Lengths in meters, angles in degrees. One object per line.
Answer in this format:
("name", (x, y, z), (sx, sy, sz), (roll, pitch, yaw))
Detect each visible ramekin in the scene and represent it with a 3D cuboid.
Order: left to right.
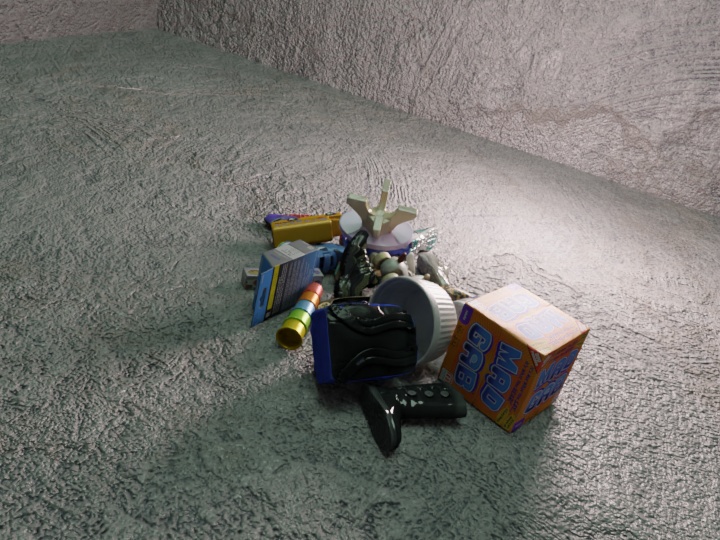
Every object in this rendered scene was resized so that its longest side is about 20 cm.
("ramekin", (0.116, 0.112, 1.406), (0.105, 0.201, 0.200), (1, 29, -45))

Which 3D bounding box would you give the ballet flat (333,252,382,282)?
("ballet flat", (0.015, -0.009, 1.693), (0.199, 0.073, 0.068), (-7, 18, -35))

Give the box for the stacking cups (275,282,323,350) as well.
("stacking cups", (-0.130, 0.097, 1.435), (0.060, 0.061, 0.200), (17, 31, 3))

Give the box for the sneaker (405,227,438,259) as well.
("sneaker", (0.160, -0.099, 1.937), (0.091, 0.078, 0.200), (28, 29, 30))

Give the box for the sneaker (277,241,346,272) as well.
("sneaker", (-0.117, -0.025, 1.664), (0.199, 0.074, 0.082), (0, 28, -9))

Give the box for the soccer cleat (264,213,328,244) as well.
("soccer cleat", (-0.174, -0.137, 1.832), (0.199, 0.073, 0.068), (18, 28, 4))

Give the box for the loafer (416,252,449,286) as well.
("loafer", (0.213, 0.007, 1.772), (0.069, 0.070, 0.200), (-1, 31, -13))

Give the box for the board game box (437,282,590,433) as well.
("board game box", (0.323, 0.177, 1.375), (0.199, 0.201, 0.200), (-16, 41, -44))

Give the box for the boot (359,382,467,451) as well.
("boot", (0.115, 0.278, 1.245), (0.199, 0.066, 0.165), (8, 30, -24))

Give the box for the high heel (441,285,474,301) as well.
("high heel", (0.189, 0.095, 1.586), (0.199, 0.072, 0.143), (-1, 21, 5))

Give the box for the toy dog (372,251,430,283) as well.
("toy dog", (0.119, -0.003, 1.650), (0.132, 0.096, 0.200), (55, 27, 13))

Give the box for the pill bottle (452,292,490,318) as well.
("pill bottle", (0.303, 0.115, 1.575), (0.199, 0.111, 0.111), (-9, 36, -38))

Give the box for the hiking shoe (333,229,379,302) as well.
("hiking shoe", (0.000, 0.000, 1.602), (0.100, 0.201, 0.076), (20, -16, -13))

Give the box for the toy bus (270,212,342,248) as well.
("toy bus", (-0.141, -0.109, 1.751), (0.199, 0.065, 0.078), (-9, 19, -11))

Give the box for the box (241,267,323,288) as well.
("box", (-0.190, 0.019, 1.578), (0.199, 0.039, 0.041), (1, 32, -26))

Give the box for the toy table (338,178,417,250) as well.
("toy table", (0.047, -0.138, 1.693), (0.199, 0.117, 0.184), (3, 54, -5))

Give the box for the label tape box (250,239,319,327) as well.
("label tape box", (-0.190, 0.025, 1.454), (0.063, 0.145, 0.200), (29, 31, 25))

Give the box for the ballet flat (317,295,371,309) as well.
("ballet flat", (-0.015, 0.084, 1.515), (0.199, 0.046, 0.068), (-3, 54, -19))

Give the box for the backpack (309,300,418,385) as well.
("backpack", (0.005, 0.142, 1.305), (0.199, 0.163, 0.168), (-2, -6, -23))

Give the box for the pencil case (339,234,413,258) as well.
("pencil case", (0.041, -0.066, 1.765), (0.199, 0.087, 0.078), (-6, -12, -8))
